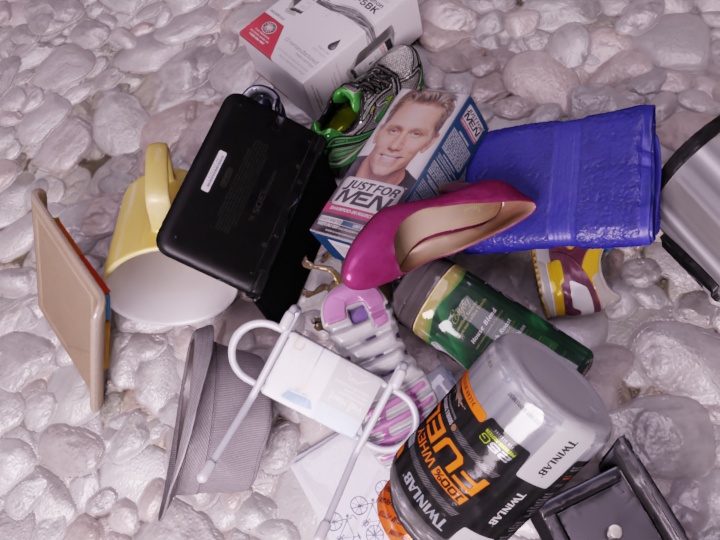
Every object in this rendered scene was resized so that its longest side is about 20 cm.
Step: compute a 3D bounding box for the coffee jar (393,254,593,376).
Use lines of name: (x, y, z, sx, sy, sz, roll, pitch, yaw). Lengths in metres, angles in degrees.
coffee jar: (0.129, 0.064, 0.745, 0.200, 0.104, 0.085, 34, 89, 17)

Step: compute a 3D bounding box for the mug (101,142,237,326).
mug: (-0.211, -0.048, 0.857, 0.187, 0.149, 0.154, -43, 42, 37)

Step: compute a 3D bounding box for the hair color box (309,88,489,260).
hair color box: (0.043, -0.098, 0.790, 0.100, 0.061, 0.200, 17, 69, 41)

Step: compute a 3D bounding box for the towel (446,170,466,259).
towel: (0.082, -0.095, 0.867, 0.147, 0.024, 0.200, 37, 69, 9)

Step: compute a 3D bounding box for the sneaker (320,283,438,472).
sneaker: (0.023, 0.108, 0.758, 0.080, 0.088, 0.201, -21, 82, -3)

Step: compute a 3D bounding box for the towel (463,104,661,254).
towel: (0.204, -0.086, 0.761, 0.199, 0.050, 0.148, -2, 67, 32)

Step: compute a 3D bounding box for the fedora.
fedora: (-0.143, 0.157, 0.757, 0.090, 0.177, 0.201, 11, 51, -15)

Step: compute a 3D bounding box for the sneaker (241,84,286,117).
sneaker: (-0.111, -0.135, 0.904, 0.070, 0.109, 0.201, -14, 62, 5)

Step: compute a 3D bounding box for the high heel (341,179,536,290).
high heel: (0.075, -0.035, 0.698, 0.096, 0.068, 0.200, 17, 45, 44)

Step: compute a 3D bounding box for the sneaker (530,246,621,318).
sneaker: (0.230, -0.047, 0.812, 0.090, 0.075, 0.201, -7, 72, 11)

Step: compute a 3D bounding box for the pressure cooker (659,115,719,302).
pressure cooker: (0.402, -0.045, 0.713, 0.176, 0.179, 0.200, -28, 61, -6)

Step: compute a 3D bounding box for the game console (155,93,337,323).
game console: (-0.114, -0.060, 0.822, 0.175, 0.116, 0.201, 26, 67, -13)

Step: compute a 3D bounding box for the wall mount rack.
wall mount rack: (-0.049, 0.134, 0.675, 0.200, 0.075, 0.174, 27, 88, 2)

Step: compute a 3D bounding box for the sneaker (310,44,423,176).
sneaker: (0.012, -0.213, 0.931, 0.078, 0.085, 0.200, 29, 72, 23)

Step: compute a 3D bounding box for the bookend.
bookend: (0.189, 0.282, 0.635, 0.198, 0.092, 0.200, -24, 63, -4)

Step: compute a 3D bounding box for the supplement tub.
supplement tub: (0.108, 0.162, 0.641, 0.123, 0.122, 0.200, 48, 114, 27)

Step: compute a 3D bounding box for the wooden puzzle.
wooden puzzle: (-0.325, 0.034, 0.840, 0.037, 0.185, 0.200, -17, 54, -33)

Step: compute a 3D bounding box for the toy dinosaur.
toy dinosaur: (0.000, 0.000, 0.856, 0.101, 0.058, 0.200, 42, 63, 15)

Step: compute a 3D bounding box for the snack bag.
snack bag: (0.054, 0.218, 0.744, 0.200, 0.021, 0.189, -31, 61, -4)

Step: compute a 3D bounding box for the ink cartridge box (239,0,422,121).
ink cartridge box: (-0.037, -0.322, 0.997, 0.200, 0.083, 0.147, -42, 62, -10)
